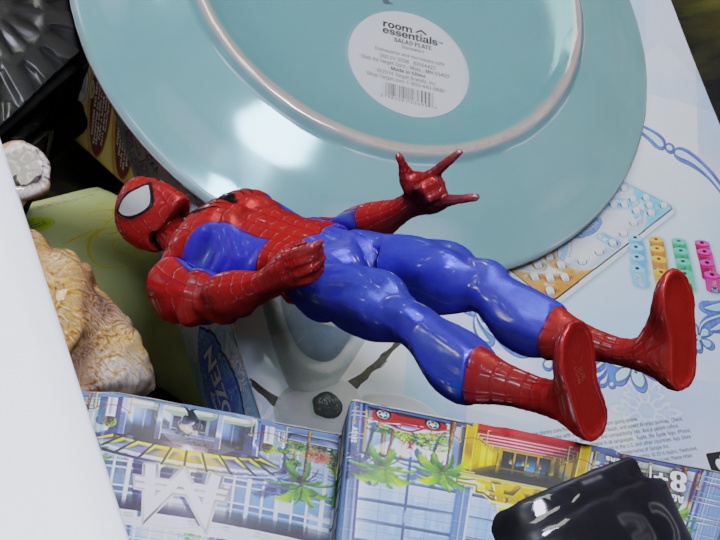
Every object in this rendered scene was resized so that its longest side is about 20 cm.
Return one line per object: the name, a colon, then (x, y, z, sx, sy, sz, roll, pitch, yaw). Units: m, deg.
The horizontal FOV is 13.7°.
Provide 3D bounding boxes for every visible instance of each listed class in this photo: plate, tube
plate: (0.005, -0.088, 0.958, 0.200, 0.026, 0.200, 12, 55, -17)
tube: (-0.072, 0.009, 1.036, 0.058, 0.052, 0.200, 37, -5, -41)

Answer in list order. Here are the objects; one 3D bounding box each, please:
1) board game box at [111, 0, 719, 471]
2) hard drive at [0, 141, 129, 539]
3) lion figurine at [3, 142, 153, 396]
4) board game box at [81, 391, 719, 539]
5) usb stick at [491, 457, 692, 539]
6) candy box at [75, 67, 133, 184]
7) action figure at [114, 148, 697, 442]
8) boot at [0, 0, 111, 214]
board game box: (0.039, 0.004, 0.959, 0.200, 0.043, 0.199, -6, 65, -26)
hard drive: (-0.133, 0.039, 0.717, 0.132, 0.026, 0.200, -11, 50, -14)
lion figurine: (-0.152, 0.019, 0.854, 0.200, 0.123, 0.073, 3, 62, -17)
board game box: (-0.012, 0.123, 0.717, 0.200, 0.062, 0.200, 11, 45, -6)
usb stick: (0.088, 0.140, 0.686, 0.055, 0.033, 0.200, -18, 79, -40)
candy box: (-0.026, -0.048, 1.096, 0.117, 0.057, 0.200, 3, 13, -22)
action figure: (0.000, 0.000, 0.839, 0.200, 0.052, 0.065, 12, 32, 43)
boot: (-0.153, -0.043, 0.969, 0.079, 0.158, 0.211, 51, 46, 7)
